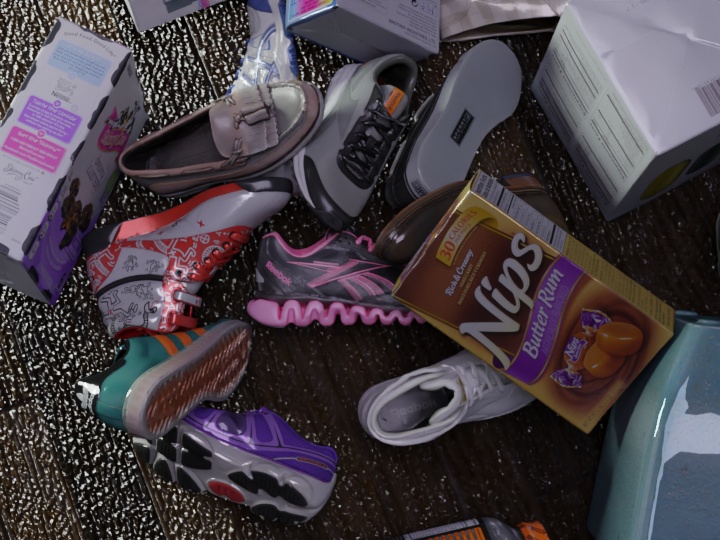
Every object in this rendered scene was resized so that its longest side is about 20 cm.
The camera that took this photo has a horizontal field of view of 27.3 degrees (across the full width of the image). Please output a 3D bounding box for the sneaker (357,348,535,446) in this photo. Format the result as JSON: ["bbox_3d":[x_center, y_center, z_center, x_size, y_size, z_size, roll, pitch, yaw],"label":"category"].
[{"bbox_3d":[0.095,0.100,1.250,0.199,0.116,0.074,-23,90,-2],"label":"sneaker"}]

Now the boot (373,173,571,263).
[{"bbox_3d":[0.110,-0.023,1.267,0.199,0.075,0.097,-17,54,-36],"label":"boot"}]

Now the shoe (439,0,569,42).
[{"bbox_3d":[0.166,-0.239,1.372,0.199,0.070,0.054,0,76,6],"label":"shoe"}]

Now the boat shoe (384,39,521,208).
[{"bbox_3d":[0.080,-0.134,1.337,0.071,0.064,0.200,48,53,-19],"label":"boat shoe"}]

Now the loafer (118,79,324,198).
[{"bbox_3d":[-0.123,-0.112,1.277,0.199,0.063,0.072,-21,71,32],"label":"loafer"}]

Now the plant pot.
[{"bbox_3d":[0.303,0.139,1.191,0.194,0.196,0.201,6,93,-1],"label":"plant pot"}]

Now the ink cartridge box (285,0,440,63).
[{"bbox_3d":[0.006,-0.298,1.341,0.136,0.076,0.201,17,71,-43],"label":"ink cartridge box"}]

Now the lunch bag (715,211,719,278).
[{"bbox_3d":[0.396,-0.061,1.270,0.118,0.200,0.164,45,75,4],"label":"lunch bag"}]

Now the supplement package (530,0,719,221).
[{"bbox_3d":[0.261,-0.164,1.287,0.151,0.200,0.151,-27,79,-8],"label":"supplement package"}]

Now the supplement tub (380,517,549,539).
[{"bbox_3d":[0.062,0.274,1.212,0.199,0.123,0.123,-11,77,-5],"label":"supplement tub"}]

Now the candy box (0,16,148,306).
[{"bbox_3d":[-0.260,-0.088,1.265,0.071,0.168,0.201,24,77,3],"label":"candy box"}]

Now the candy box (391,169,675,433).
[{"bbox_3d":[0.139,0.026,1.193,0.200,0.057,0.117,35,115,-2],"label":"candy box"}]

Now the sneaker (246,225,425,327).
[{"bbox_3d":[0.000,0.000,1.291,0.199,0.079,0.096,-1,92,-4],"label":"sneaker"}]

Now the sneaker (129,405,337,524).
[{"bbox_3d":[-0.113,0.149,1.273,0.199,0.081,0.084,23,45,10],"label":"sneaker"}]

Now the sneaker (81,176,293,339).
[{"bbox_3d":[-0.140,-0.005,1.287,0.200,0.067,0.109,-18,78,11],"label":"sneaker"}]

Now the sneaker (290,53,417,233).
[{"bbox_3d":[-0.001,-0.119,1.288,0.074,0.079,0.201,41,46,-28],"label":"sneaker"}]

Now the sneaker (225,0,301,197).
[{"bbox_3d":[-0.095,-0.161,1.339,0.088,0.075,0.201,-9,73,1],"label":"sneaker"}]

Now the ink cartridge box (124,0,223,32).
[{"bbox_3d":[-0.172,-0.295,1.354,0.199,0.067,0.117,-21,55,-7],"label":"ink cartridge box"}]

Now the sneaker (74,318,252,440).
[{"bbox_3d":[-0.160,0.078,1.233,0.079,0.200,0.072,16,108,20],"label":"sneaker"}]
